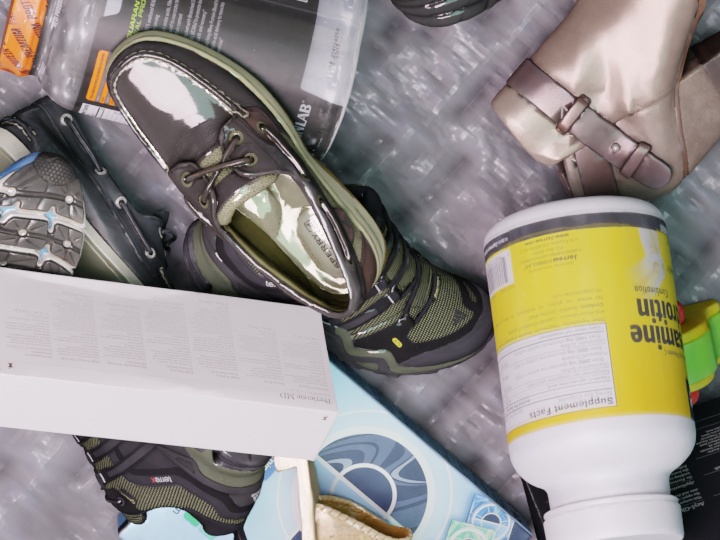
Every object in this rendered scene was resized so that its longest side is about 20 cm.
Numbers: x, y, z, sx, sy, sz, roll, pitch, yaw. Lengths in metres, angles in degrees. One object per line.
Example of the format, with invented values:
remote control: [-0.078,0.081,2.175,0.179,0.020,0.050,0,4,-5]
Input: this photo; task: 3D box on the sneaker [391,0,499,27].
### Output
sneaker: [0.087,-0.217,1.632,0.200,0.071,0.099,-29,142,4]

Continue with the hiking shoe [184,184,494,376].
hiking shoe: [0.000,0.000,1.653,0.199,0.076,0.101,17,145,-19]

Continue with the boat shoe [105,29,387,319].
boat shoe: [-0.063,-0.052,1.552,0.072,0.066,0.201,-40,105,18]

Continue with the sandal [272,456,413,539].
sandal: [-0.004,0.157,1.673,0.069,0.078,0.212,-13,99,3]

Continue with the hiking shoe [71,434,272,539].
hiking shoe: [-0.146,0.102,1.662,0.200,0.076,0.101,26,120,26]

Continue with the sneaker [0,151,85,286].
sneaker: [-0.226,-0.004,1.625,0.078,0.090,0.200,20,129,-24]

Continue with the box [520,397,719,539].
box: [0.215,0.158,1.706,0.199,0.141,0.079,-18,127,-2]

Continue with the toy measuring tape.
toy measuring tape: [0.223,0.045,1.725,0.199,0.074,0.074,-13,104,-3]

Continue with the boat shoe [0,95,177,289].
boat shoe: [-0.146,-0.022,1.669,0.199,0.074,0.066,49,64,-10]

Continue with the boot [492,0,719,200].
boot: [0.144,-0.135,1.673,0.146,0.070,0.200,-33,100,7]

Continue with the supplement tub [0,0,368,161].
supplement tub: [-0.105,-0.140,1.618,0.199,0.123,0.123,14,100,-10]

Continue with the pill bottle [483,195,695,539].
pill bottle: [0.138,0.064,1.642,0.112,0.112,0.201,-5,76,-6]

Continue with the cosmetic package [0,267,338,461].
cosmetic package: [-0.118,0.055,1.583,0.199,0.083,0.051,8,133,-19]

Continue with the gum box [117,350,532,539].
gum box: [-0.022,0.159,1.734,0.200,0.045,0.170,40,96,-12]
